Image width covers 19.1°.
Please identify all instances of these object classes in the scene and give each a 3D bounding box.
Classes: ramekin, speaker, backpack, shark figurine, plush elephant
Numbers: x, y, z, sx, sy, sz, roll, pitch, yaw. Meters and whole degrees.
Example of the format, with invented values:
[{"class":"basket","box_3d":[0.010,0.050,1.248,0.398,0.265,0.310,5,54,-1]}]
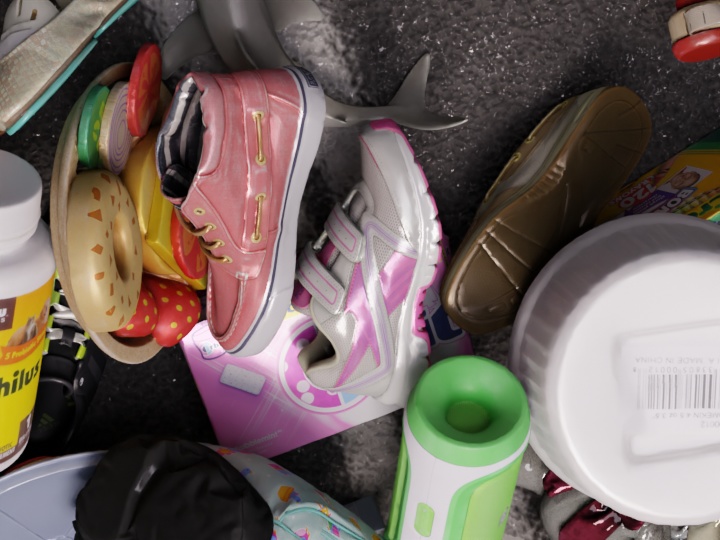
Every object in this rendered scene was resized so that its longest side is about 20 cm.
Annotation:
[{"class":"ramekin","box_3d":[0.200,0.067,1.383,0.200,0.098,0.201,-1,98,-5]},{"class":"speaker","box_3d":[0.062,0.144,1.429,0.088,0.089,0.200,-5,142,-10]},{"class":"backpack","box_3d":[-0.073,0.189,1.414,0.127,0.167,0.200,-54,139,-2]},{"class":"shark figurine","box_3d":[-0.045,-0.132,1.412,0.214,0.090,0.128,39,99,-19]},{"class":"plush elephant","box_3d":[0.195,0.156,1.514,0.199,0.165,0.155,4,149,-28]}]

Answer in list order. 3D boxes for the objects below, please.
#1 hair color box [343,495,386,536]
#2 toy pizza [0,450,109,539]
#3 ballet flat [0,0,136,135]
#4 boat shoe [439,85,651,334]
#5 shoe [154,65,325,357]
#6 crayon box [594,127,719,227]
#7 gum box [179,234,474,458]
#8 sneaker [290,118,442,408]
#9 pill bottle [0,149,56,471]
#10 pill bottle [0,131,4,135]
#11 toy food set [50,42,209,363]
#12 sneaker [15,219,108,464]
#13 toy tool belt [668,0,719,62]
[{"class":"hair color box","box_3d":[-0.066,0.249,1.552,0.199,0.061,0.099,-20,112,-4]},{"class":"toy pizza","box_3d":[-0.213,0.179,1.472,0.200,0.032,0.200,-18,145,-13]},{"class":"ballet flat","box_3d":[-0.188,-0.160,1.340,0.062,0.200,0.067,46,135,-12]},{"class":"boat shoe","box_3d":[0.120,-0.041,1.465,0.074,0.066,0.200,45,79,-22]},{"class":"shoe","box_3d":[-0.089,-0.036,1.359,0.091,0.071,0.201,-3,119,-34]},{"class":"crayon box","box_3d":[0.213,-0.019,1.484,0.200,0.119,0.058,-32,112,1]},{"class":"gum box","box_3d":[-0.020,0.046,1.486,0.199,0.066,0.114,-20,112,-4]},{"class":"sneaker","box_3d":[0.000,0.000,1.393,0.088,0.081,0.201,-3,110,-13]},{"class":"pill bottle","box_3d":[-0.250,0.026,1.344,0.109,0.109,0.200,5,122,-13]},{"class":"pill bottle","box_3d":[-0.322,-0.080,1.358,0.200,0.113,0.113,-40,111,3]},{"class":"toy food set","box_3d":[-0.140,-0.041,1.374,0.048,0.200,0.199,-1,69,20]},{"class":"sneaker","box_3d":[-0.194,0.051,1.445,0.071,0.083,0.201,11,106,-15]},{"class":"toy tool belt","box_3d":[0.292,-0.216,1.449,0.199,0.125,0.123,-10,79,-11]}]
